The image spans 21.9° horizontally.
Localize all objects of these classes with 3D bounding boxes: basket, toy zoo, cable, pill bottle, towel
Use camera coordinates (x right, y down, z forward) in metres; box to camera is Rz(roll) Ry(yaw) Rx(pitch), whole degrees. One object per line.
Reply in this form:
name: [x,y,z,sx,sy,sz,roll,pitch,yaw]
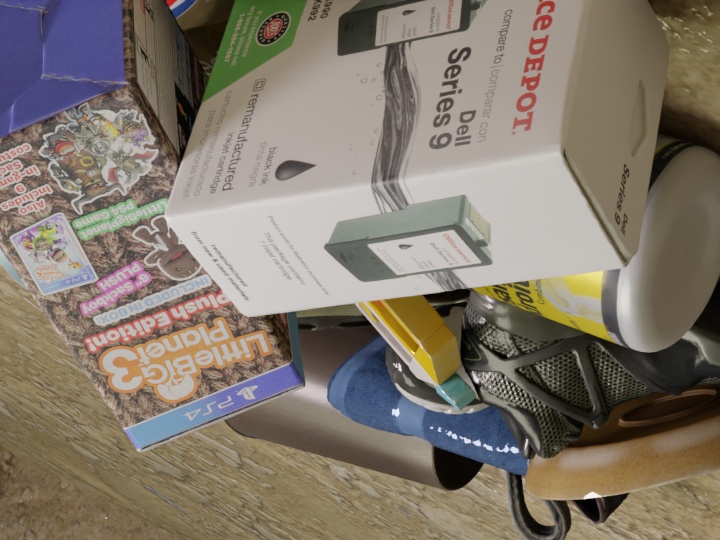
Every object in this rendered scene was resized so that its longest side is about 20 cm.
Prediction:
basket: [0.005,0.098,1.520,0.200,0.136,0.180,15,171,31]
toy zoo: [0.000,0.000,1.088,0.200,0.020,0.131,49,173,6]
cable: [0.114,0.131,1.410,0.097,0.050,0.201,4,117,14]
pill bottle: [0.091,-0.037,1.005,0.200,0.112,0.112,20,161,32]
towel: [0.077,0.084,1.296,0.200,0.112,0.049,15,126,41]

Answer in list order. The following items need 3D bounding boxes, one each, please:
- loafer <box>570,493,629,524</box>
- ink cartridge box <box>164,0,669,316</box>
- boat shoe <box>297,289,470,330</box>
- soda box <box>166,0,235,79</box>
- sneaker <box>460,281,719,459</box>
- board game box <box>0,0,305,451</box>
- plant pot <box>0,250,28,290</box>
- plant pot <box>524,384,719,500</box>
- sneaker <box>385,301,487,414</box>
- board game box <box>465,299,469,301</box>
loafer: [0.152,0.131,1.468,0.200,0.063,0.072,41,159,-31]
ink cartridge box: [0.029,-0.069,0.852,0.199,0.146,0.084,-8,139,28]
boat shoe: [-0.005,0.002,1.208,0.200,0.072,0.066,-5,159,-36]
soda box: [-0.057,-0.135,1.012,0.200,0.064,0.068,-3,144,49]
sneaker: [0.152,0.056,1.099,0.199,0.076,0.115,6,123,-11]
board game box: [-0.116,-0.041,0.949,0.160,0.097,0.200,-101,-14,-53]
plant pot: [-0.144,-0.087,1.180,0.134,0.201,0.200,-12,142,27]
plant pot: [0.193,0.094,1.141,0.200,0.200,0.028,-7,101,64]
sneaker: [0.112,0.045,1.186,0.199,0.074,0.080,-4,163,-21]
board game box: [-0.013,-0.017,1.366,0.200,0.039,0.158,15,157,41]
